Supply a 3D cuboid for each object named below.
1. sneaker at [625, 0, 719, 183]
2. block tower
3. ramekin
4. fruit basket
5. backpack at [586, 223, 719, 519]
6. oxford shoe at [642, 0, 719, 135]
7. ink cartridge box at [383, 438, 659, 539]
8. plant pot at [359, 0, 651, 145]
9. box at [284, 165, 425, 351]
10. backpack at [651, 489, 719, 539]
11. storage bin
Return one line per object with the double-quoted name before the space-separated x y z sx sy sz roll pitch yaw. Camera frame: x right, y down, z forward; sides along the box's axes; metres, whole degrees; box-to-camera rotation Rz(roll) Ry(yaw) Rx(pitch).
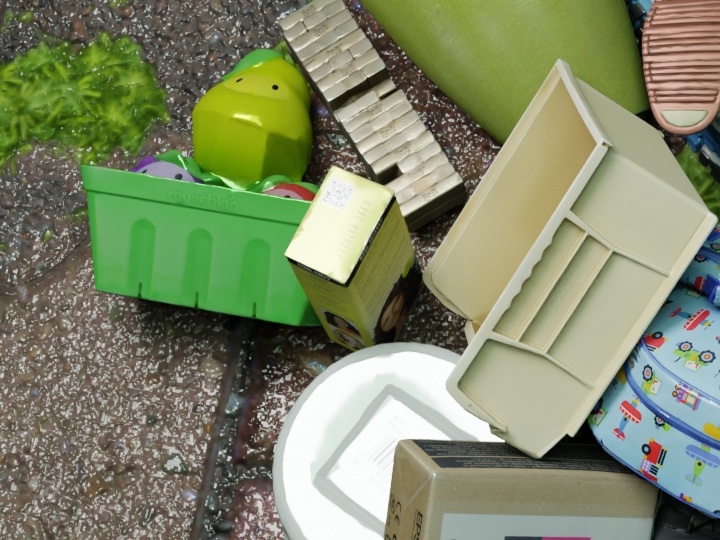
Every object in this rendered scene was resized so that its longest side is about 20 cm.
"sneaker" 0.259 -0.147 1.516 0.086 0.075 0.200 -27 67 -22
"block tower" 0.007 -0.122 1.550 0.058 0.054 0.201 -30 68 -2
"ramekin" 0.033 0.148 1.429 0.199 0.098 0.202 -3 71 9
"fruit basket" -0.090 -0.069 1.510 0.214 0.155 0.217 0 88 13
"backpack" 0.248 0.063 1.304 0.182 0.135 0.199 34 42 29
"oxford shoe" 0.241 -0.183 1.452 0.070 0.074 0.201 5 73 15
"ink cartridge box" 0.095 0.216 1.328 0.164 0.075 0.202 3 101 -19
"plant pot" 0.122 -0.176 1.497 0.186 0.187 0.201 -32 83 -2
"box" 0.000 0.000 1.430 0.050 0.200 0.076 25 78 16
"backpack" 0.276 0.208 1.347 0.199 0.127 0.167 26 56 12
"storage bin" 0.127 -0.009 1.347 0.093 0.200 0.199 29 106 -12
